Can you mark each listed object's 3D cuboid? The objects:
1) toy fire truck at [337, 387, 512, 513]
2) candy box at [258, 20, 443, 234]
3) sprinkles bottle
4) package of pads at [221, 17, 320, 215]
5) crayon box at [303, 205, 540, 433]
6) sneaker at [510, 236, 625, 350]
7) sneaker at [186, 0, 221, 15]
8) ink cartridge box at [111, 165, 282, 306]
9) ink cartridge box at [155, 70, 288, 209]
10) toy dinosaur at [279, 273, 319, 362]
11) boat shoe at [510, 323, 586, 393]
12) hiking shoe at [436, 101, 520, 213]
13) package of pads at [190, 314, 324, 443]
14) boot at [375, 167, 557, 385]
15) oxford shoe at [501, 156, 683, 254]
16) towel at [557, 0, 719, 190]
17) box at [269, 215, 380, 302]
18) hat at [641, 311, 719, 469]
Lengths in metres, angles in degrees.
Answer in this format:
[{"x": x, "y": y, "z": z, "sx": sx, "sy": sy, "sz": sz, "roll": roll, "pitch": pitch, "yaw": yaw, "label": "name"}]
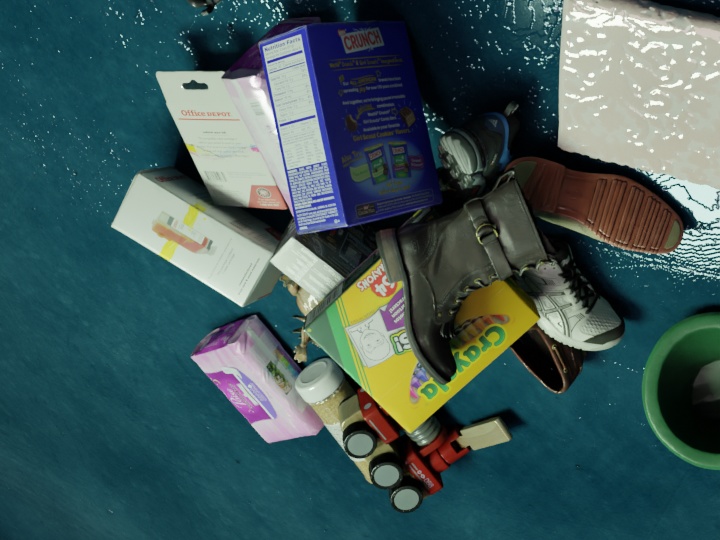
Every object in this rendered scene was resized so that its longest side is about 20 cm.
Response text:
[{"x": 0.092, "y": 0.220, "z": 1.715, "sx": 0.200, "sy": 0.129, "sz": 0.176, "roll": -34, "pitch": 113, "yaw": 9, "label": "toy fire truck"}, {"x": -0.008, "y": -0.150, "z": 1.280, "sx": 0.077, "sy": 0.169, "sz": 0.200, "roll": -8, "pitch": 95, "yaw": 40, "label": "candy box"}, {"x": -0.015, "y": 0.220, "z": 1.810, "sx": 0.068, "sy": 0.068, "sz": 0.200, "roll": -11, "pitch": 123, "yaw": 43, "label": "sprinkles bottle"}, {"x": -0.061, "y": -0.166, "z": 1.384, "sx": 0.076, "sy": 0.121, "sz": 0.200, "roll": 9, "pitch": 137, "yaw": 44, "label": "package of pads"}, {"x": 0.067, "y": 0.052, "z": 1.386, "sx": 0.200, "sy": 0.058, "sz": 0.173, "roll": -43, "pitch": 101, "yaw": 12, "label": "crayon box"}, {"x": 0.223, "y": 0.014, "z": 1.417, "sx": 0.200, "sy": 0.076, "sz": 0.088, "roll": 33, "pitch": 140, "yaw": 0, "label": "sneaker"}, {"x": -0.194, "y": -0.356, "z": 1.281, "sx": 0.078, "sy": 0.140, "sz": 0.200, "roll": -14, "pitch": 121, "yaw": 44, "label": "sneaker"}, {"x": -0.196, "y": -0.046, "z": 1.596, "sx": 0.200, "sy": 0.145, "sz": 0.083, "roll": 32, "pitch": 101, "yaw": 6, "label": "ink cartridge box"}, {"x": -0.153, "y": -0.173, "z": 1.504, "sx": 0.116, "sy": 0.068, "sz": 0.200, "roll": 6, "pitch": 135, "yaw": 32, "label": "ink cartridge box"}, {"x": -0.060, "y": 0.036, "z": 1.653, "sx": 0.086, "sy": 0.136, "sz": 0.200, "roll": -14, "pitch": 103, "yaw": 0, "label": "toy dinosaur"}, {"x": 0.194, "y": 0.061, "z": 1.493, "sx": 0.200, "sy": 0.070, "sz": 0.070, "roll": 45, "pitch": 142, "yaw": -11, "label": "boat shoe"}, {"x": 0.130, "y": -0.108, "z": 1.357, "sx": 0.074, "sy": 0.087, "sz": 0.200, "roll": 54, "pitch": 167, "yaw": 11, "label": "hiking shoe"}, {"x": -0.145, "y": 0.165, "z": 1.844, "sx": 0.120, "sy": 0.076, "sz": 0.200, "roll": -19, "pitch": 117, "yaw": 45, "label": "package of pads"}, {"x": 0.122, "y": 0.010, "z": 1.304, "sx": 0.174, "sy": 0.069, "sz": 0.200, "roll": -18, "pitch": 106, "yaw": 7, "label": "boot"}, {"x": 0.247, "y": -0.070, "z": 1.335, "sx": 0.200, "sy": 0.071, "sz": 0.074, "roll": 23, "pitch": 177, "yaw": 4, "label": "oxford shoe"}, {"x": 0.289, "y": -0.174, "z": 1.206, "sx": 0.200, "sy": 0.032, "sz": 0.191, "roll": 18, "pitch": 140, "yaw": 22, "label": "towel"}, {"x": 0.000, "y": 0.000, "z": 1.488, "sx": 0.200, "sy": 0.158, "sz": 0.050, "roll": 38, "pitch": 119, "yaw": -10, "label": "box"}, {"x": 0.426, "y": 0.140, "z": 1.446, "sx": 0.165, "sy": 0.176, "sz": 0.200, "roll": 17, "pitch": 101, "yaw": 25, "label": "hat"}]
